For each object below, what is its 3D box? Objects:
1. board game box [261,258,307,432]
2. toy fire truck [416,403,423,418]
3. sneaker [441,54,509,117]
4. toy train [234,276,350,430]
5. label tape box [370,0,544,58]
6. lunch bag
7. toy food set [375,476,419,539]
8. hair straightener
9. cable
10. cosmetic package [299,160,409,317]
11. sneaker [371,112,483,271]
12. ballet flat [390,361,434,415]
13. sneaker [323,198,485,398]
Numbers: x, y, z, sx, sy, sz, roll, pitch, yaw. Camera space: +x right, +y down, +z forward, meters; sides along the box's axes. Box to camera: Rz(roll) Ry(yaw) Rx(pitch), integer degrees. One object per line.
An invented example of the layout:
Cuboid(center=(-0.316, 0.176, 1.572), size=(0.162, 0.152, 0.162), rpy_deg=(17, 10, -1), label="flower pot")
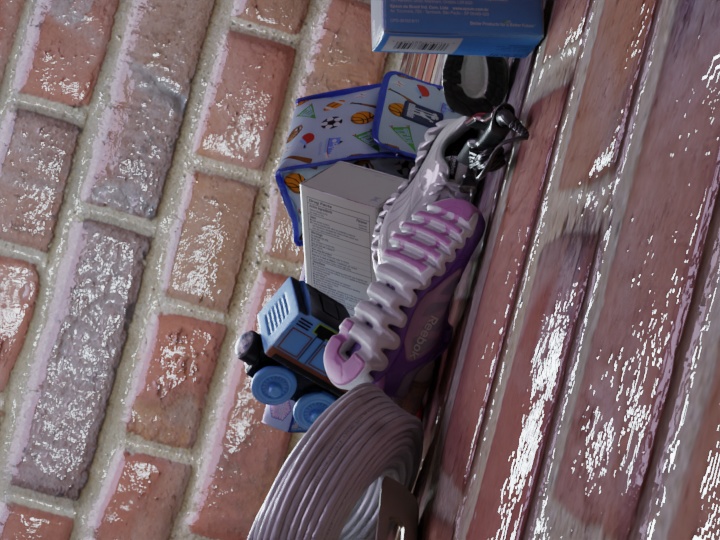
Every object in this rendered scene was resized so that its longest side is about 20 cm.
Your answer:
Cuboid(center=(-0.018, 0.084, 1.678), size=(0.199, 0.041, 0.202), rpy_deg=(9, -84, -59), label="board game box")
Cuboid(center=(0.008, 0.233, 1.422), size=(0.141, 0.048, 0.202), rpy_deg=(116, 168, -66), label="toy fire truck")
Cuboid(center=(0.115, -0.252, 1.398), size=(0.089, 0.076, 0.202), rpy_deg=(-64, -18, -63), label="sneaker")
Cuboid(center=(-0.027, 0.098, 1.463), size=(0.114, 0.199, 0.087), rpy_deg=(-48, 28, 20), label="toy train")
Cuboid(center=(0.082, -0.292, 1.284), size=(0.066, 0.141, 0.203), rpy_deg=(128, 142, -76), label="label tape box")
Cuboid(center=(0.019, -0.129, 1.619), size=(0.171, 0.197, 0.125), rpy_deg=(-79, -23, -52), label="lunch bag")
Cuboid(center=(-0.001, 0.292, 1.212), size=(0.144, 0.060, 0.202), rpy_deg=(-83, 9, -63), label="toy food set")
Cuboid(center=(0.114, -0.100, 1.279), size=(0.200, 0.040, 0.078), rpy_deg=(-166, 90, -82), label="hair straightener")
Cuboid(center=(-0.018, 0.198, 1.263), size=(0.199, 0.069, 0.202), rpy_deg=(-24, -43, -58), label="cable")
Cuboid(center=(0.000, 0.000, 1.530), size=(0.073, 0.103, 0.202), rpy_deg=(-32, -49, -44), label="cosmetic package")
Cuboid(center=(0.071, -0.068, 1.422), size=(0.202, 0.075, 0.081), rpy_deg=(-67, 15, -19), label="sneaker")
Cuboid(center=(0.046, 0.065, 1.415), size=(0.067, 0.068, 0.201), rpy_deg=(-50, 19, 33), label="ballet flat")
Cuboid(center=(0.053, 0.031, 1.324), size=(0.201, 0.088, 0.080), rpy_deg=(-56, 35, 2), label="sneaker")
